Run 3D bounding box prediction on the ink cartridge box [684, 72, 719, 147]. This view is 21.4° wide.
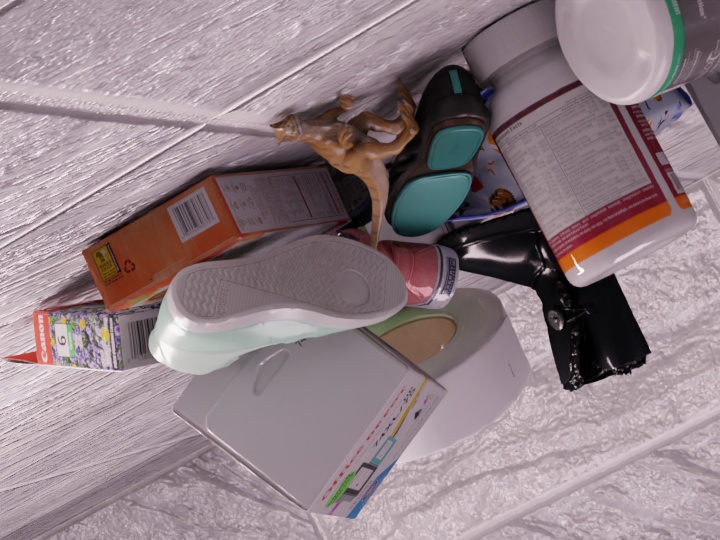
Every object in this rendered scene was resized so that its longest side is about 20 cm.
[{"bbox_3d":[0.325,-0.180,1.672,0.083,0.146,0.200,-29,173,9],"label":"ink cartridge box"}]

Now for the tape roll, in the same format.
[{"bbox_3d":[0.056,0.098,1.793,0.202,0.071,0.203,-21,-160,8],"label":"tape roll"}]

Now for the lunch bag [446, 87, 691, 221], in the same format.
[{"bbox_3d":[0.150,-0.117,1.594,0.200,0.124,0.170,-39,170,29],"label":"lunch bag"}]

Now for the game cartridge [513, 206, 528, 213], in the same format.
[{"bbox_3d":[0.212,-0.130,1.764,0.040,0.134,0.200,24,155,-17],"label":"game cartridge"}]

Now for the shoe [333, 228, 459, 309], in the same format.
[{"bbox_3d":[0.000,0.000,1.614,0.091,0.072,0.200,12,173,-23],"label":"shoe"}]

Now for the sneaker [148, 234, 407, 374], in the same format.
[{"bbox_3d":[-0.070,0.031,1.485,0.200,0.074,0.118,-4,158,-25],"label":"sneaker"}]

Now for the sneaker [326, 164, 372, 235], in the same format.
[{"bbox_3d":[-0.057,-0.031,1.665,0.200,0.075,0.087,-27,178,9],"label":"sneaker"}]

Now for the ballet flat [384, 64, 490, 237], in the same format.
[{"bbox_3d":[0.061,-0.097,1.487,0.068,0.069,0.200,-3,157,-15],"label":"ballet flat"}]

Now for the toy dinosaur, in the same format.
[{"bbox_3d":[-0.001,-0.090,1.433,0.106,0.061,0.200,-30,146,15],"label":"toy dinosaur"}]

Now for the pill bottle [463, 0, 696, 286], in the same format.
[{"bbox_3d":[0.162,-0.098,1.434,0.109,0.200,0.110,-27,173,-4],"label":"pill bottle"}]

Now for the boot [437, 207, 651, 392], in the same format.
[{"bbox_3d":[0.162,0.028,1.704,0.076,0.169,0.200,-19,-178,-38],"label":"boot"}]

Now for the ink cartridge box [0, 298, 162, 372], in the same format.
[{"bbox_3d":[-0.213,0.050,1.612,0.109,0.051,0.200,-10,-173,-40],"label":"ink cartridge box"}]

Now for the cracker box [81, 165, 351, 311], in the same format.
[{"bbox_3d":[-0.111,-0.028,1.521,0.134,0.058,0.200,-28,172,24],"label":"cracker box"}]

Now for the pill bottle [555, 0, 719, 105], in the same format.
[{"bbox_3d":[0.248,-0.199,1.376,0.200,0.113,0.113,-23,172,-32],"label":"pill bottle"}]

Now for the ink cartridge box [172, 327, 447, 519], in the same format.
[{"bbox_3d":[-0.038,0.108,1.603,0.147,0.146,0.200,-54,166,0],"label":"ink cartridge box"}]

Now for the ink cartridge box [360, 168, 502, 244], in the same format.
[{"bbox_3d":[0.036,-0.047,1.820,0.200,0.085,0.146,-25,174,-16],"label":"ink cartridge box"}]
